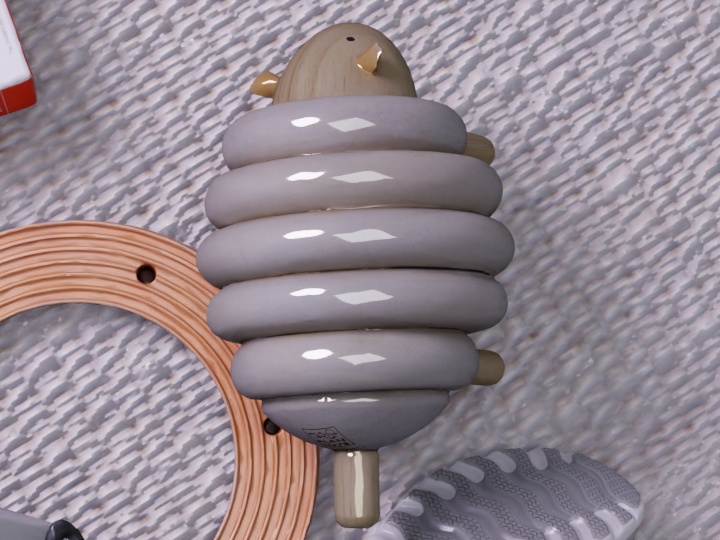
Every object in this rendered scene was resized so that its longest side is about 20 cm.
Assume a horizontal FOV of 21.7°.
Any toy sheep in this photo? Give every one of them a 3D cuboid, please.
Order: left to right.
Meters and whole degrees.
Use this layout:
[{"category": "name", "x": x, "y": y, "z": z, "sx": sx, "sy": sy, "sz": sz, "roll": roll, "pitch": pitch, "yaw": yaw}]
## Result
[{"category": "toy sheep", "x": 0.000, "y": 0.000, "z": 0.737, "sx": 0.138, "sy": 0.138, "sz": 0.200, "roll": -5, "pitch": 82, "yaw": -7}]

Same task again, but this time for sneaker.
[{"category": "sneaker", "x": 0.031, "y": 0.143, "z": 0.769, "sx": 0.200, "sy": 0.082, "sz": 0.075, "roll": -29, "pitch": 44, "yaw": -20}]

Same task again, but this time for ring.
[{"category": "ring", "x": -0.117, "y": 0.079, "z": 0.776, "sx": 0.200, "sy": 0.019, "sz": 0.201, "roll": 1, "pitch": 83, "yaw": -6}]

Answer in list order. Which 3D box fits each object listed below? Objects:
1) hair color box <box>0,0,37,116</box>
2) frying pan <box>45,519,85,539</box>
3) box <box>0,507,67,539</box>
[{"category": "hair color box", "x": -0.244, "y": -0.091, "z": 0.758, "sx": 0.200, "sy": 0.064, "sz": 0.111, "roll": -19, "pitch": 87, "yaw": -10}, {"category": "frying pan", "x": -0.098, "y": 0.179, "z": 0.708, "sx": 0.115, "sy": 0.031, "sz": 0.190, "roll": -56, "pitch": 135, "yaw": -15}, {"category": "box", "x": -0.243, "y": 0.153, "z": 0.640, "sx": 0.200, "sy": 0.171, "sz": 0.199, "roll": 9, "pitch": 81, "yaw": 27}]
